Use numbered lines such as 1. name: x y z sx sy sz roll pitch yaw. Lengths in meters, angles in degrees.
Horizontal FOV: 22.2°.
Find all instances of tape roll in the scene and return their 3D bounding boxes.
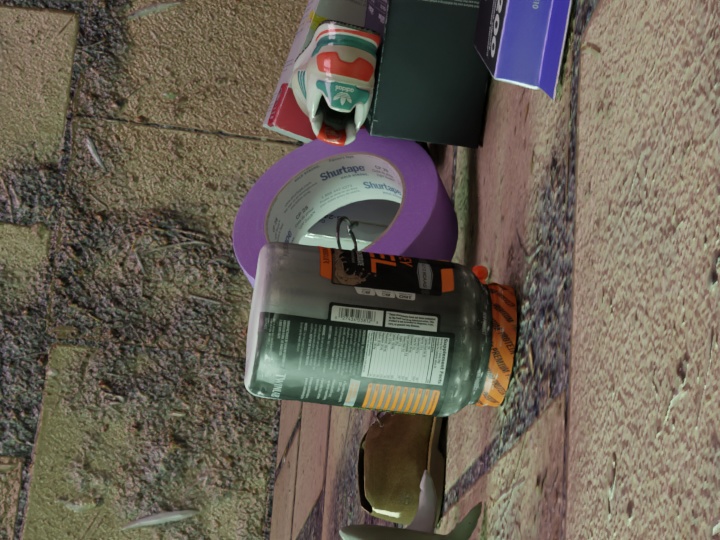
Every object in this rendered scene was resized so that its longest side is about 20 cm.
1. tape roll: -0.014 -0.037 1.686 0.066 0.200 0.200 61 -158 -44

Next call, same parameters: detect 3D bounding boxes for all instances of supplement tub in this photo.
1. supplement tub: 0.014 0.048 1.424 0.123 0.200 0.123 -173 90 -84

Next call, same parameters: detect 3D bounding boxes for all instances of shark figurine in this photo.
1. shark figurine: 0.067 0.216 1.474 0.090 0.128 0.214 -58 -10 4

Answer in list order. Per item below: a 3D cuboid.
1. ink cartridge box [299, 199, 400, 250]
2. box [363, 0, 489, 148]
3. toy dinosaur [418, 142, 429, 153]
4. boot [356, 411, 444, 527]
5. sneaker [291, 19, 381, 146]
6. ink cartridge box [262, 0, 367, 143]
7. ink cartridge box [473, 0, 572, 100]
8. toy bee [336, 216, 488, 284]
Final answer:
1. ink cartridge box: 0.000 0.000 1.862 0.200 0.145 0.083 104 173 -53
2. box: 0.061 -0.222 1.724 0.200 0.104 0.182 -109 27 -76
3. toy dinosaur: 0.055 -0.113 1.952 0.200 0.047 0.088 137 145 -76
4. boot: 0.039 0.138 1.698 0.074 0.075 0.200 103 172 -59
5. sneaker: -0.029 -0.153 1.674 0.200 0.070 0.094 126 155 -72
6. ink cartridge box: 0.001 -0.220 1.921 0.145 0.144 0.200 -148 77 -83
7. ink cartridge box: 0.130 -0.246 1.400 0.200 0.043 0.198 -108 25 -72
8. toy bee: 0.061 0.039 1.559 0.200 0.109 0.131 54 -148 -58
